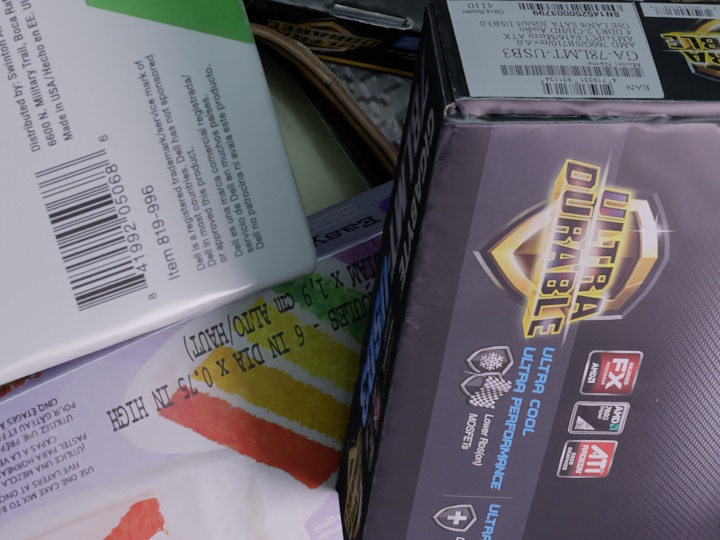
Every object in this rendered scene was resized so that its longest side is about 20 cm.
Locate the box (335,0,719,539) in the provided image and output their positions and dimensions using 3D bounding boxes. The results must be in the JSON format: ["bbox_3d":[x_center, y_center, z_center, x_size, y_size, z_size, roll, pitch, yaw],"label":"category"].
[{"bbox_3d":[0.102,0.016,0.660,0.197,0.201,0.050,2,45,-9],"label":"box"}]

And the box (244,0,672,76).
[{"bbox_3d":[0.038,-0.169,0.866,0.159,0.049,0.201,10,76,-19],"label":"box"}]

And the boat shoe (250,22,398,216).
[{"bbox_3d":[0.000,0.000,0.804,0.076,0.074,0.200,-42,93,-21],"label":"boat shoe"}]

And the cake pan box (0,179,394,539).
[{"bbox_3d":[-0.019,0.085,0.752,0.199,0.052,0.185,-23,110,-15],"label":"cake pan box"}]

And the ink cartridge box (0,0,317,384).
[{"bbox_3d":[-0.131,-0.041,0.685,0.199,0.083,0.147,-19,108,-12],"label":"ink cartridge box"}]
